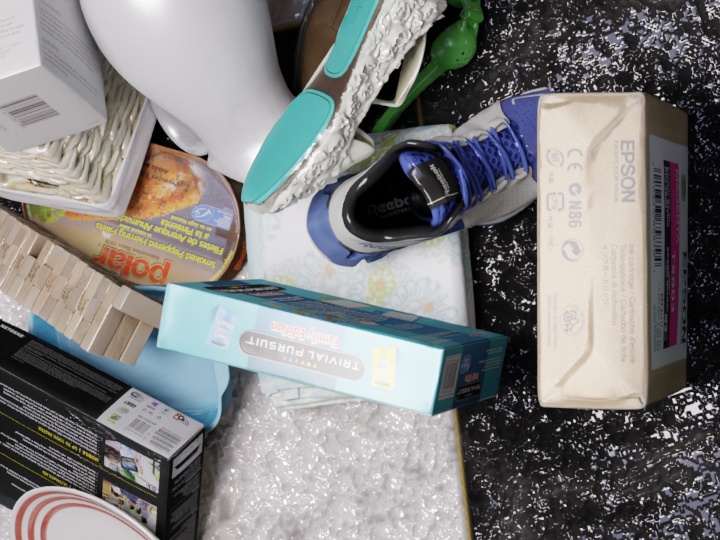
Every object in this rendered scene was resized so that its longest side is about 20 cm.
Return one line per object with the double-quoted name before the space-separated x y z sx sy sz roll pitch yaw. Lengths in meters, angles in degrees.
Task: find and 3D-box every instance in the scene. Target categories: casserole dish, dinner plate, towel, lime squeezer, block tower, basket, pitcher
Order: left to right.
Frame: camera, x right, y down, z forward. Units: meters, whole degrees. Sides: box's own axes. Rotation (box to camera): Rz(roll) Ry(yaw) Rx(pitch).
"block tower" -0.232 0.007 1.330 0.200 0.054 0.058 27 89 37
"basket" -0.231 -0.158 1.332 0.135 0.123 0.201 11 78 22
"dinner plate" -0.187 0.241 1.356 0.199 0.024 0.201 20 131 24
"casserole dish" -0.174 0.066 1.363 0.199 0.039 0.122 -3 106 33
"pitcher" -0.129 -0.161 1.257 0.171 0.121 0.200 4 134 49
"towel" 0.000 0.000 1.308 0.170 0.048 0.201 -5 89 20
"lime squeezer" 0.062 -0.192 1.291 0.071 0.038 0.201 21 101 54

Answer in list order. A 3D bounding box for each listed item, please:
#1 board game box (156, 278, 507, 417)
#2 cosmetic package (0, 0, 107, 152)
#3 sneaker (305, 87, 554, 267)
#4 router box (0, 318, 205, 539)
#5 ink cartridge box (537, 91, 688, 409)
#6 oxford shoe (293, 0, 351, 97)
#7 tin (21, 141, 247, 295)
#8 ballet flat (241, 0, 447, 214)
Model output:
"board game box" -0.016 0.050 1.209 0.199 0.151 0.047 12 95 20
"cosmetic package" -0.242 -0.199 1.223 0.084 0.108 0.201 -16 67 14
"sneaker" 0.065 -0.059 1.203 0.199 0.115 0.081 -24 93 -11
"router box" -0.217 0.144 1.363 0.199 0.051 0.150 26 130 20
"ink cartridge box" 0.170 -0.013 1.170 0.075 0.165 0.201 0 91 20
"oxford shoe" 0.006 -0.181 1.256 0.072 0.085 0.201 16 116 -20
"tin" -0.176 -0.047 1.384 0.199 0.042 0.113 18 94 21
"ballet flat" -0.004 -0.115 1.191 0.072 0.072 0.201 33 96 19
